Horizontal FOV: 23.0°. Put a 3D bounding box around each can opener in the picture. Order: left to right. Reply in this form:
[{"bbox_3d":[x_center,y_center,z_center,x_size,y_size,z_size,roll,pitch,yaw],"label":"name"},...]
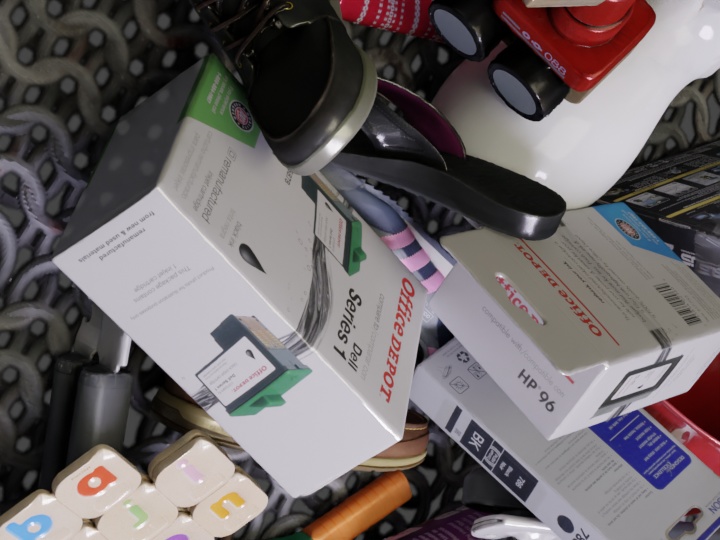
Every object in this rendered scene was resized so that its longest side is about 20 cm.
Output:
[{"bbox_3d":[-0.144,0.068,1.018,0.066,0.053,0.200,8,98,-39],"label":"can opener"},{"bbox_3d":[0.165,0.165,1.133,0.200,0.053,0.066,12,69,-13],"label":"can opener"}]

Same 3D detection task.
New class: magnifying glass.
[{"bbox_3d":[-0.048,0.190,1.145,0.200,0.022,0.080,-33,120,-27],"label":"magnifying glass"}]

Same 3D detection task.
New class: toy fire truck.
[{"bbox_3d":[0.082,-0.181,0.970,0.129,0.200,0.176,-43,87,-15],"label":"toy fire truck"}]

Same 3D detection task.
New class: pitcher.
[{"bbox_3d":[0.139,-0.103,1.150,0.200,0.121,0.172,-37,164,-11],"label":"pitcher"}]

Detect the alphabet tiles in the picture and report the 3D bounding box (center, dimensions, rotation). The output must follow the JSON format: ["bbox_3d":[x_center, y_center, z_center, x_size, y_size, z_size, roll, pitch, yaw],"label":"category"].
[{"bbox_3d":[-0.150,0.170,1.009,0.200,0.015,0.196,-36,145,0],"label":"alphabet tiles"}]

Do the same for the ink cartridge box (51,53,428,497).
[{"bbox_3d":[-0.058,0.004,0.976,0.200,0.084,0.146,46,30,-23],"label":"ink cartridge box"}]

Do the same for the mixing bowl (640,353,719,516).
[{"bbox_3d":[0.203,0.096,1.222,0.200,0.200,0.108,16,124,-39],"label":"mixing bowl"}]

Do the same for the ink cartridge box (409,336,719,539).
[{"bbox_3d":[0.133,0.109,1.101,0.099,0.200,0.039,-33,157,-36],"label":"ink cartridge box"}]

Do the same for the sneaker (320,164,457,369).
[{"bbox_3d":[0.000,0.000,1.097,0.200,0.070,0.082,41,75,-35],"label":"sneaker"}]

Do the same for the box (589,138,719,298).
[{"bbox_3d":[0.265,-0.044,1.226,0.200,0.161,0.049,-18,113,-33],"label":"box"}]

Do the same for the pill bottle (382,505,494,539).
[{"bbox_3d":[0.062,0.219,1.177,0.200,0.112,0.112,-18,113,-33],"label":"pill bottle"}]

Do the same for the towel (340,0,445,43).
[{"bbox_3d":[0.067,-0.215,1.119,0.200,0.022,0.145,6,100,-38],"label":"towel"}]

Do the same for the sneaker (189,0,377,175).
[{"bbox_3d":[-0.060,-0.133,0.955,0.075,0.200,0.106,-43,123,17],"label":"sneaker"}]

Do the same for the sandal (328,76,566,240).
[{"bbox_3d":[0.030,-0.079,1.040,0.075,0.200,0.048,-52,162,-64],"label":"sandal"}]

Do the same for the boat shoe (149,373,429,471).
[{"bbox_3d":[-0.032,0.079,1.093,0.200,0.072,0.068,15,95,-36],"label":"boat shoe"}]

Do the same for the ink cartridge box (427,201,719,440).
[{"bbox_3d":[0.124,0.029,1.053,0.200,0.116,0.068,-10,141,-50],"label":"ink cartridge box"}]
